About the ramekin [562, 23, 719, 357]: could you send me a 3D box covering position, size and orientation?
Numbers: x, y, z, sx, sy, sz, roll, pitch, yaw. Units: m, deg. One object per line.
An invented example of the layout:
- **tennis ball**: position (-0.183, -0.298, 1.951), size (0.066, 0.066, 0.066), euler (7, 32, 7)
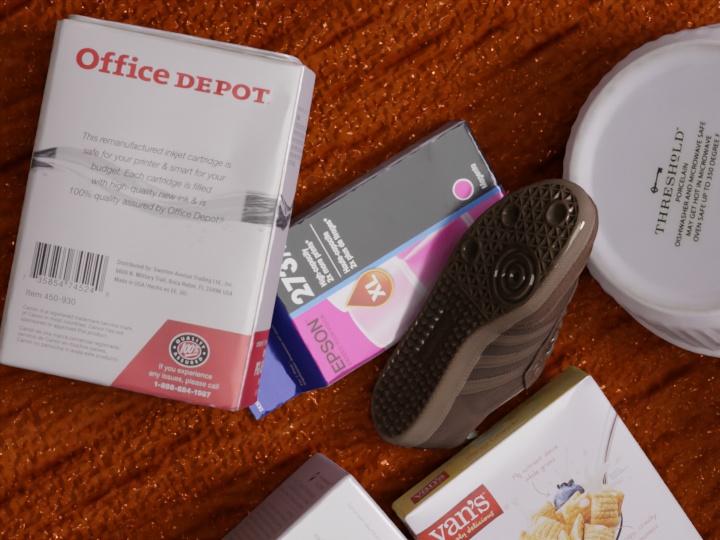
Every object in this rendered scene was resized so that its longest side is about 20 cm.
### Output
- **ramekin**: position (0.209, -0.050, 1.388), size (0.201, 0.094, 0.204), euler (-2, 86, 25)

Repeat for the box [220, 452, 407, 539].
- **box**: position (-0.041, 0.233, 1.402), size (0.200, 0.106, 0.152), euler (-41, 100, -6)

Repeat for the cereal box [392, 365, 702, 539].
- **cereal box**: position (0.132, 0.179, 1.456), size (0.144, 0.040, 0.200), euler (-38, 105, -5)

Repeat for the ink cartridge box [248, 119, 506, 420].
- **ink cartridge box**: position (0.000, 0.000, 1.434), size (0.199, 0.037, 0.095), euler (-31, 98, -5)

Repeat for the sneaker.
- **sneaker**: position (0.084, 0.026, 1.406), size (0.075, 0.071, 0.200), euler (11, 129, -43)

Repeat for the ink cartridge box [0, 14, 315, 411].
- **ink cartridge box**: position (-0.114, -0.033, 1.369), size (0.146, 0.083, 0.201), euler (11, 91, 6)
